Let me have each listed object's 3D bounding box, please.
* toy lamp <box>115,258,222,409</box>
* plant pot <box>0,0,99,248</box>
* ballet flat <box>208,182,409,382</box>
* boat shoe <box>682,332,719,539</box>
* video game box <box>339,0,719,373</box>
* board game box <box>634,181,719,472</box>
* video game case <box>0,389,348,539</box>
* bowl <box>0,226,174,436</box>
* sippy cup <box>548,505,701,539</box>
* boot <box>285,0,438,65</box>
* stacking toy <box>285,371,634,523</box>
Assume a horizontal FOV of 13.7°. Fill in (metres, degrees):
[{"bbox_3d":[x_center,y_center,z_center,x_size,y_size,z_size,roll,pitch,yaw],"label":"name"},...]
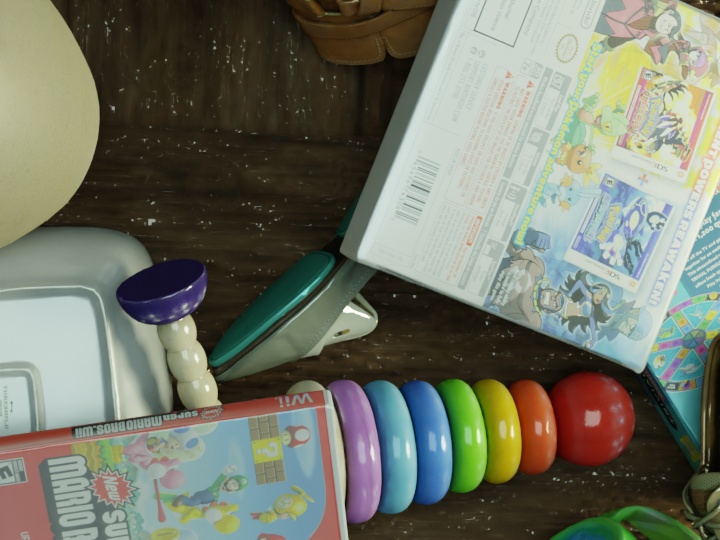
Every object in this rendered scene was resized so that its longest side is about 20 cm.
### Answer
[{"bbox_3d":[-0.079,0.093,1.646,0.058,0.058,0.201,-19,113,-8],"label":"toy lamp"},{"bbox_3d":[-0.220,-0.085,1.606,0.134,0.200,0.201,16,85,-43],"label":"plant pot"},{"bbox_3d":[0.000,0.000,1.681,0.064,0.067,0.200,42,84,-15],"label":"ballet flat"},{"bbox_3d":[0.211,0.128,1.646,0.074,0.076,0.201,11,75,-28],"label":"boat shoe"},{"bbox_3d":[0.108,-0.069,1.640,0.182,0.047,0.201,22,91,-15],"label":"video game box"},{"bbox_3d":[0.218,0.010,1.720,0.151,0.047,0.200,-32,93,-7],"label":"board game box"},{"bbox_3d":[-0.108,0.137,1.609,0.199,0.017,0.143,-8,127,-3],"label":"video game case"},{"bbox_3d":[-0.200,0.077,1.645,0.199,0.075,0.201,-4,90,-8],"label":"bowl"},{"bbox_3d":[0.145,0.229,1.667,0.130,0.140,0.178,40,92,-16],"label":"sippy cup"},{"bbox_3d":[-0.042,-0.174,1.655,0.199,0.155,0.074,2,55,18],"label":"boot"},{"bbox_3d":[0.060,0.095,1.682,0.199,0.085,0.086,-5,89,-13],"label":"stacking toy"}]
